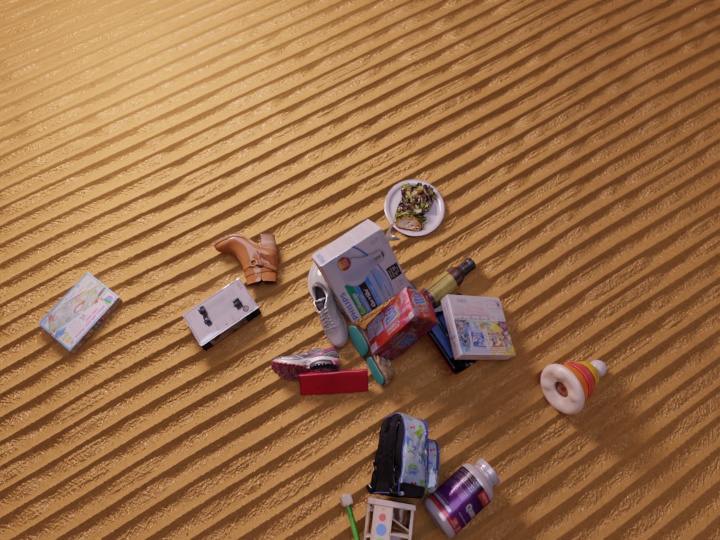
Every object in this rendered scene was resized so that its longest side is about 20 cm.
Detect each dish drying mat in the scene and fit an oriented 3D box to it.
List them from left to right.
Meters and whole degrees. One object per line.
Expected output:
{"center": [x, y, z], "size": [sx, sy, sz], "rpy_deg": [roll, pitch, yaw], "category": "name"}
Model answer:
{"center": [-0.076, 0.318, 1.552], "size": [0.196, 0.078, 0.018], "rpy_deg": [-3, 29, -3], "category": "dish drying mat"}

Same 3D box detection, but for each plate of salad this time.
{"center": [0.176, -0.209, 1.759], "size": [0.196, 0.048, 0.204], "rpy_deg": [0, 70, -1], "category": "plate of salad"}

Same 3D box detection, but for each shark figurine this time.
{"center": [0.086, -0.031, 1.663], "size": [0.126, 0.218, 0.090], "rpy_deg": [-12, 24, 16], "category": "shark figurine"}

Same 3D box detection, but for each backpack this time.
{"center": [0.119, 0.489, 1.436], "size": [0.145, 0.183, 0.204], "rpy_deg": [16, 64, -20], "category": "backpack"}

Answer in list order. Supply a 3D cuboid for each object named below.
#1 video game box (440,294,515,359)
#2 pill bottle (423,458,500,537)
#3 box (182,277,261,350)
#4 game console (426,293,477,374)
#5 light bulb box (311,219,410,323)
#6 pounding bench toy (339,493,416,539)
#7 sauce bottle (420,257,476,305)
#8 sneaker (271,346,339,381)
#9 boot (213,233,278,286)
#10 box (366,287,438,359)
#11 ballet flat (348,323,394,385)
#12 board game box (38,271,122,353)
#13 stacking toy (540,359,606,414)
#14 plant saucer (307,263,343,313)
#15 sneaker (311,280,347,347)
{"center": [0.340, 0.165, 1.579], "size": [0.196, 0.047, 0.185], "rpy_deg": [5, 58, -26], "category": "video game box"}
{"center": [0.270, 0.592, 1.433], "size": [0.199, 0.113, 0.113], "rpy_deg": [-37, 75, -13], "category": "pill bottle"}
{"center": [-0.408, 0.129, 1.611], "size": [0.199, 0.060, 0.117], "rpy_deg": [-35, 75, -14], "category": "box"}
{"center": [0.280, 0.177, 1.584], "size": [0.118, 0.172, 0.202], "rpy_deg": [-40, 72, 19], "category": "game console"}
{"center": [0.000, 0.000, 1.534], "size": [0.198, 0.125, 0.200], "rpy_deg": [-33, 111, -6], "category": "light bulb box"}
{"center": [0.032, 0.666, 1.392], "size": [0.196, 0.125, 0.159], "rpy_deg": [9, 70, 2], "category": "pounding bench toy"}
{"center": [0.269, 0.034, 1.663], "size": [0.199, 0.065, 0.065], "rpy_deg": [-36, 74, -13], "category": "sauce bottle"}
{"center": [-0.158, 0.265, 1.567], "size": [0.196, 0.082, 0.075], "rpy_deg": [-1, 42, -3], "category": "sneaker"}
{"center": [-0.349, -0.026, 1.672], "size": [0.196, 0.077, 0.158], "rpy_deg": [-2, 74, -10], "category": "boot"}
{"center": [0.113, 0.151, 1.529], "size": [0.094, 0.200, 0.101], "rpy_deg": [16, 43, -33], "category": "box"}
{"center": [0.036, 0.239, 1.591], "size": [0.065, 0.071, 0.202], "rpy_deg": [-18, 72, -36], "category": "ballet flat"}
{"center": [-0.828, 0.123, 1.615], "size": [0.133, 0.034, 0.201], "rpy_deg": [35, 72, 11], "category": "board game box"}
{"center": [0.629, 0.309, 1.561], "size": [0.197, 0.147, 0.148], "rpy_deg": [-18, 70, -29], "category": "stacking toy"}
{"center": [-0.064, 0.026, 1.665], "size": [0.196, 0.050, 0.204], "rpy_deg": [1, 70, -1], "category": "plant saucer"}
{"center": [-0.097, 0.129, 1.588], "size": [0.075, 0.080, 0.203], "rpy_deg": [-21, 85, 15], "category": "sneaker"}
